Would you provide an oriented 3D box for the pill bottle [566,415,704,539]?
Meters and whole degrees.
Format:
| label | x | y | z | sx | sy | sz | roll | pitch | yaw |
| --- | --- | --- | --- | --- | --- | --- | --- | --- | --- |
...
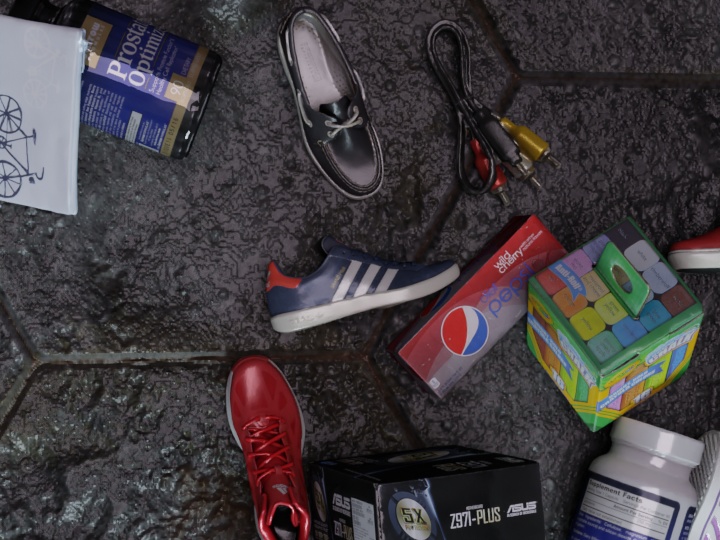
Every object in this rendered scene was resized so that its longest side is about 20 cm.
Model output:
| label | x | y | z | sx | sy | sz | roll | pitch | yaw |
| --- | --- | --- | --- | --- | --- | --- | --- | --- | --- |
| pill bottle | 0.275 | 0.256 | 1.326 | 0.115 | 0.116 | 0.202 | 20 | 86 | -8 |

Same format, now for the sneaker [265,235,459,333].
| label | x | y | z | sx | sy | sz | roll | pitch | yaw |
| --- | --- | --- | --- | --- | --- | --- | --- | --- | --- |
| sneaker | 0.000 | 0.000 | 1.307 | 0.198 | 0.075 | 0.085 | -14 | 87 | -12 |

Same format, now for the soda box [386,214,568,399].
| label | x | y | z | sx | sy | sz | roll | pitch | yaw |
| --- | --- | --- | --- | --- | --- | --- | --- | --- | --- |
| soda box | 0.121 | 0.035 | 1.330 | 0.200 | 0.063 | 0.070 | -45 | 98 | -8 |

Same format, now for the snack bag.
| label | x | y | z | sx | sy | sz | roll | pitch | yaw |
| --- | --- | --- | --- | --- | --- | --- | --- | --- | --- |
| snack bag | -0.348 | -0.147 | 1.213 | 0.198 | 0.021 | 0.190 | 13 | 113 | 10 |

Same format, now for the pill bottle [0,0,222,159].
| label | x | y | z | sx | sy | sz | roll | pitch | yaw |
| --- | --- | --- | --- | --- | --- | --- | --- | --- | --- |
| pill bottle | -0.241 | -0.191 | 1.250 | 0.198 | 0.112 | 0.113 | 21 | 86 | -9 |

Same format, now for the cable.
| label | x | y | z | sx | sy | sz | roll | pitch | yaw |
| --- | --- | --- | --- | --- | --- | --- | --- | --- | --- |
| cable | 0.116 | -0.158 | 1.355 | 0.097 | 0.050 | 0.201 | -35 | 82 | 9 |

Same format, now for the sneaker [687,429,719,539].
| label | x | y | z | sx | sy | sz | roll | pitch | yaw |
| --- | --- | --- | --- | --- | --- | --- | --- | --- | --- |
| sneaker | 0.382 | 0.271 | 1.371 | 0.113 | 0.073 | 0.203 | 11 | 98 | -12 |

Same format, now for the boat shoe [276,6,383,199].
| label | x | y | z | sx | sy | sz | roll | pitch | yaw |
| --- | --- | --- | --- | --- | --- | --- | --- | --- | --- |
| boat shoe | -0.027 | -0.168 | 1.310 | 0.073 | 0.060 | 0.202 | -19 | 92 | -10 |

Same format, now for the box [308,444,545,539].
| label | x | y | z | sx | sy | sz | roll | pitch | yaw |
| --- | --- | --- | --- | --- | --- | --- | --- | --- | --- |
| box | 0.057 | 0.223 | 1.235 | 0.162 | 0.200 | 0.087 | -4 | 89 | -19 |

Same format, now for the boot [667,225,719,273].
| label | x | y | z | sx | sy | sz | roll | pitch | yaw |
| --- | --- | --- | --- | --- | --- | --- | --- | --- | --- |
| boot | 0.405 | -0.075 | 1.376 | 0.198 | 0.072 | 0.146 | -10 | 91 | -17 |

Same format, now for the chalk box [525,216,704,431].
| label | x | y | z | sx | sy | sz | roll | pitch | yaw |
| --- | --- | --- | --- | --- | --- | --- | --- | --- | --- |
| chalk box | 0.243 | 0.046 | 1.265 | 0.123 | 0.200 | 0.125 | -31 | 63 | -8 |

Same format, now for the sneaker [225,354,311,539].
| label | x | y | z | sx | sy | sz | roll | pitch | yaw |
| --- | --- | --- | --- | --- | --- | --- | --- | --- | --- |
| sneaker | -0.079 | 0.183 | 1.269 | 0.078 | 0.115 | 0.202 | -16 | 93 | -10 |
